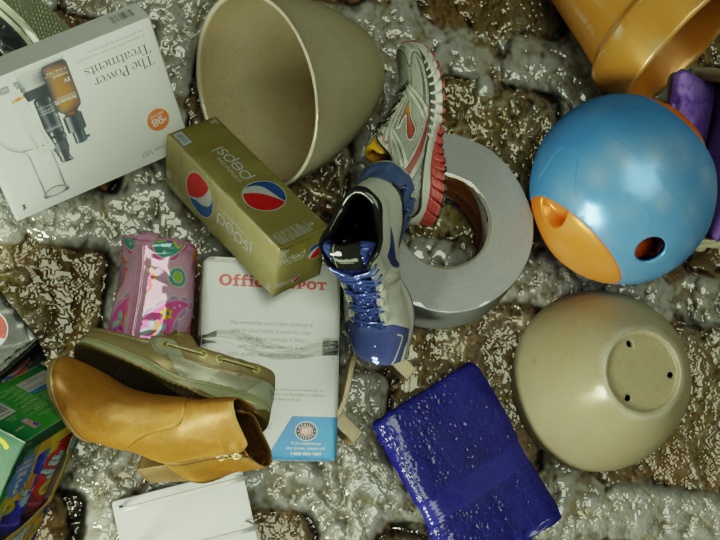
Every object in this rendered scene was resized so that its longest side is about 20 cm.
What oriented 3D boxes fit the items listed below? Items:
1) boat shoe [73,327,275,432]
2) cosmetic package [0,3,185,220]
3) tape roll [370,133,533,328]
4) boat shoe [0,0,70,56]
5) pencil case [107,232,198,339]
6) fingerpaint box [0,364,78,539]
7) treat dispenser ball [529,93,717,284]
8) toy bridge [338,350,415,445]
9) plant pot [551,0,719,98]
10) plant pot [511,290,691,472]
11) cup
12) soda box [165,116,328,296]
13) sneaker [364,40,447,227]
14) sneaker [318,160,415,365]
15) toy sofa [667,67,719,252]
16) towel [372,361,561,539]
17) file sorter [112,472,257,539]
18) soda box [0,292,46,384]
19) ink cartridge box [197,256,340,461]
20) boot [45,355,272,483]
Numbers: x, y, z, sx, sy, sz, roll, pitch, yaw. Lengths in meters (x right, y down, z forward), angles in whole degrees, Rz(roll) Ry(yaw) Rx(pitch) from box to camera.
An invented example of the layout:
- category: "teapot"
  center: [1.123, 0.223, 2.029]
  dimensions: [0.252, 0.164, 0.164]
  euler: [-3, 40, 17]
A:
- category: "boat shoe"
  center: [-0.176, 0.096, 1.197]
  dimensions: [0.198, 0.074, 0.067]
  euler: [22, 53, -7]
- category: "cosmetic package"
  center: [-0.288, -0.161, 1.258]
  dimensions: [0.198, 0.052, 0.152]
  euler: [-26, 128, -15]
- category: "tape roll"
  center: [0.084, -0.043, 1.338]
  dimensions: [0.197, 0.066, 0.203]
  euler: [2, 73, -8]
- category: "boat shoe"
  center: [-0.346, -0.237, 1.282]
  dimensions: [0.200, 0.062, 0.075]
  euler: [47, 31, -24]
- category: "pencil case"
  center: [-0.218, 0.065, 1.260]
  dimensions: [0.086, 0.087, 0.203]
  euler: [10, 78, -11]
- category: "fingerpaint box"
  center: [-0.329, 0.192, 1.130]
  dimensions: [0.073, 0.200, 0.169]
  euler: [26, 97, 3]
- category: "treat dispenser ball"
  center: [0.279, -0.087, 1.326]
  dimensions: [0.198, 0.201, 0.204]
  euler: [2, 81, -12]
- category: "toy bridge"
  center: [0.030, 0.091, 1.341]
  dimensions: [0.067, 0.027, 0.200]
  euler: [42, 74, -3]
- category: "plant pot"
  center: [0.304, -0.315, 1.392]
  dimensions: [0.199, 0.201, 0.184]
  euler: [-38, 76, -15]
- category: "plant pot"
  center: [0.278, 0.114, 1.338]
  dimensions: [0.197, 0.134, 0.204]
  euler: [2, 80, -12]
- category: "cup"
  center: [-0.058, -0.198, 1.299]
  dimensions: [0.142, 0.199, 0.203]
  euler: [-18, 85, -39]
- category: "soda box"
  center: [-0.119, -0.067, 1.258]
  dimensions: [0.063, 0.068, 0.200]
  euler: [-24, 54, -32]
- category: "sneaker"
  center: [0.046, -0.147, 1.291]
  dimensions: [0.081, 0.078, 0.203]
  euler: [3, 72, -6]
- category: "sneaker"
  center: [0.000, -0.001, 1.219]
  dimensions: [0.079, 0.115, 0.203]
  euler: [7, 106, 23]
- category: "toy sofa"
  center: [0.392, -0.125, 1.396]
  dimensions: [0.096, 0.083, 0.203]
  euler: [7, 99, -15]
- category: "towel"
  center: [0.111, 0.217, 1.331]
  dimensions: [0.147, 0.049, 0.202]
  euler: [-27, 87, -25]
- category: "file sorter"
  center: [-0.155, 0.311, 1.216]
  dimensions: [0.137, 0.124, 0.203]
  euler: [-12, 84, -13]
- category: "soda box"
  center: [-0.345, 0.070, 1.171]
  dimensions: [0.063, 0.200, 0.071]
  euler: [-40, 91, -16]
- category: "ink cartridge box"
  center: [-0.098, 0.094, 1.282]
  dimensions: [0.142, 0.084, 0.203]
  euler: [3, 81, -11]
- category: "boot"
  center: [-0.178, 0.129, 1.137]
  dimensions: [0.202, 0.142, 0.072]
  euler: [51, 34, -41]
